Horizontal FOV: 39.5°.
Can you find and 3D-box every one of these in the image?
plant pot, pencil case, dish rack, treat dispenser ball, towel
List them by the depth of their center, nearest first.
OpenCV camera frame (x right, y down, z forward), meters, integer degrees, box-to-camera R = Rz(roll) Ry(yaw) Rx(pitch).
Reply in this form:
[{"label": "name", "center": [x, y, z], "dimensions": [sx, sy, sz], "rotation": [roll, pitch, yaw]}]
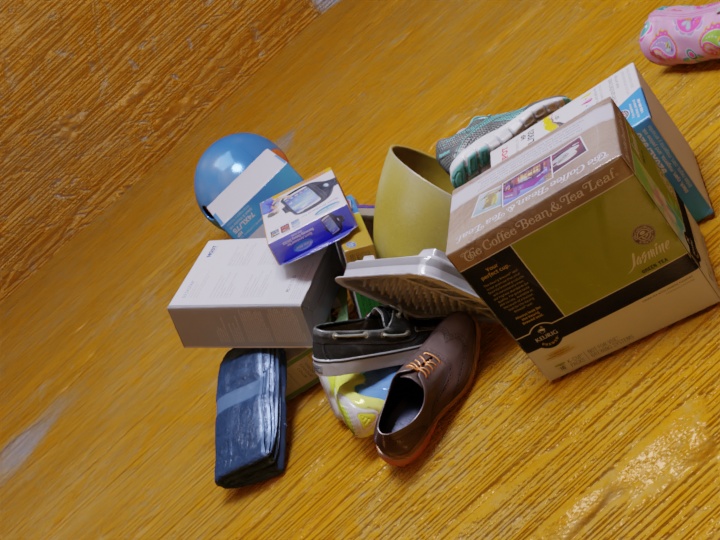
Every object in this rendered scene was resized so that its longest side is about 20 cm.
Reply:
[{"label": "dish rack", "center": [0.083, 0.018, 1.196], "dimensions": [0.200, 0.171, 0.044], "rotation": [-5, 66, 56]}, {"label": "pencil case", "center": [0.455, -0.312, 1.301], "dimensions": [0.087, 0.087, 0.200], "rotation": [-47, 23, -12]}, {"label": "plant pot", "center": [0.096, -0.055, 1.324], "dimensions": [0.143, 0.199, 0.200], "rotation": [-62, 18, 17]}, {"label": "towel", "center": [-0.150, 0.185, 1.342], "dimensions": [0.111, 0.048, 0.201], "rotation": [-25, 49, 27]}, {"label": "treat dispenser ball", "center": [-0.230, -0.170, 1.984], "dimensions": [0.200, 0.201, 0.201], "rotation": [-34, 24, 18]}]

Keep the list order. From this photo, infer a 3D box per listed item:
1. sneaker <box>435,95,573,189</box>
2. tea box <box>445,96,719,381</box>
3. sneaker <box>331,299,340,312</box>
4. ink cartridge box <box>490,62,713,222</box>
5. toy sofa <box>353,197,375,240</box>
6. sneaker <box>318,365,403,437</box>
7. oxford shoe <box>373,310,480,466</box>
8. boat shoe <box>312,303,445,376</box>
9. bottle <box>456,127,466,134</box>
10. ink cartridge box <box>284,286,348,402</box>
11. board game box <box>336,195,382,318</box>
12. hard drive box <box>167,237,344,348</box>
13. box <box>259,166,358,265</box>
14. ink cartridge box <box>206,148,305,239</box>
[{"label": "sneaker", "center": [0.180, -0.176, 1.274], "dimensions": [0.199, 0.078, 0.091], "rotation": [-27, 41, -16]}, {"label": "tea box", "center": [0.223, -0.029, 1.026], "dimensions": [0.199, 0.197, 0.134], "rotation": [-29, 26, 25]}, {"label": "sneaker", "center": [-0.094, 0.065, 1.536], "dimensions": [0.200, 0.082, 0.074], "rotation": [-34, 51, 56]}, {"label": "ink cartridge box", "center": [0.269, -0.103, 1.150], "dimensions": [0.199, 0.145, 0.148], "rotation": [-31, 26, 25]}, {"label": "toy sofa", "center": [0.042, -0.069, 1.505], "dimensions": [0.097, 0.083, 0.200], "rotation": [-38, 20, -22]}, {"label": "sneaker", "center": [0.013, 0.144, 1.243], "dimensions": [0.105, 0.076, 0.200], "rotation": [-23, 19, -9]}, {"label": "oxford shoe", "center": [0.078, 0.121, 1.125], "dimensions": [0.071, 0.073, 0.201], "rotation": [18, 63, 24]}, {"label": "boat shoe", "center": [0.035, 0.075, 1.195], "dimensions": [0.199, 0.064, 0.071], "rotation": [-11, 15, -28]}, {"label": "bottle", "center": [0.188, -0.170, 1.496], "dimensions": [0.083, 0.065, 0.200], "rotation": [-41, 23, 5]}, {"label": "ink cartridge box", "center": [-0.079, 0.113, 1.429], "dimensions": [0.200, 0.059, 0.104], "rotation": [-34, 26, 19]}, {"label": "board game box", "center": [0.000, 0.000, 1.385], "dimensions": [0.040, 0.154, 0.200], "rotation": [-15, 25, -3]}, {"label": "hard drive box", "center": [-0.140, 0.028, 1.384], "dimensions": [0.199, 0.077, 0.156], "rotation": [-1, 38, 21]}, {"label": "box", "center": [-0.073, -0.074, 1.370], "dimensions": [0.119, 0.042, 0.200], "rotation": [-27, 21, 2]}, {"label": "ink cartridge box", "center": [-0.122, -0.068, 1.638], "dimensions": [0.146, 0.200, 0.147], "rotation": [-44, 23, -2]}]
